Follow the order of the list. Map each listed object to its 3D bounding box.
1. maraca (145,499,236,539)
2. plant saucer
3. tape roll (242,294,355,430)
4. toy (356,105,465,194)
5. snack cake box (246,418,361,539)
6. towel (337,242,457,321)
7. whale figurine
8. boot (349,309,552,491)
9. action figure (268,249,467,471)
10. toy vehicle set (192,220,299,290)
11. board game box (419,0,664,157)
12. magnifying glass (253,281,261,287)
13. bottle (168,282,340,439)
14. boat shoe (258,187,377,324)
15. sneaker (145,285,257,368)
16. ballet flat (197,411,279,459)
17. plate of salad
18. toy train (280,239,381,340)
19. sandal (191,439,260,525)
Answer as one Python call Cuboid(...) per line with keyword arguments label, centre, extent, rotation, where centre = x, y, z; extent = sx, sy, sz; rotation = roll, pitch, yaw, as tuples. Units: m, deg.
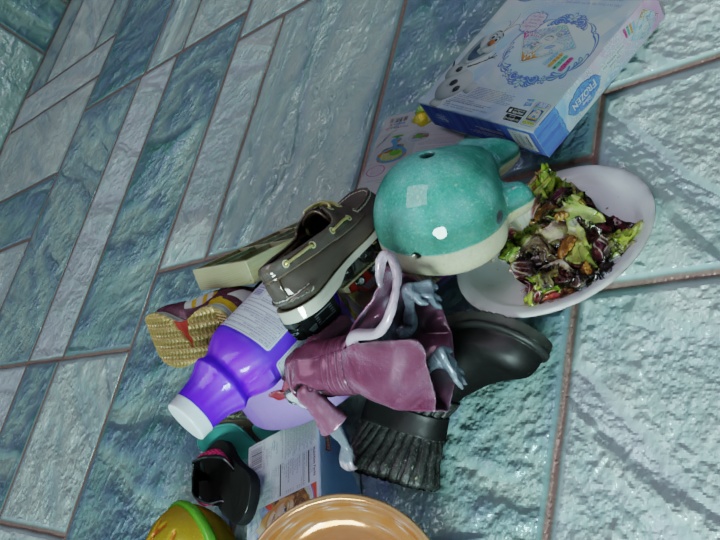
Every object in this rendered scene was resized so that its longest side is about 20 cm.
Cuboid(label="maraca", centre=(-0.175, 0.334, 0.900), extent=(0.199, 0.106, 0.140), rotation=(18, 111, 52))
Cuboid(label="plant saucer", centre=(-0.014, 0.302, 0.721), extent=(0.196, 0.038, 0.204), rotation=(-2, 74, 6))
Cuboid(label="tape roll", centre=(-0.064, 0.082, 0.928), extent=(0.198, 0.066, 0.201), rotation=(-27, 26, 14))
Cuboid(label="toy", centre=(0.070, -0.128, 0.968), extent=(0.113, 0.048, 0.202), rotation=(-7, 39, 20))
Cuboid(label="snack cake box", centre=(-0.058, 0.263, 0.851), extent=(0.114, 0.067, 0.202), rotation=(-31, 44, 29))
Cuboid(label="towel", centre=(0.057, -0.021, 0.884), extent=(0.198, 0.023, 0.144), rotation=(-29, 38, -12))
Cuboid(label="whale figurine", centre=(0.089, -0.084, 0.788), extent=(0.157, 0.105, 0.201), rotation=(4, 40, 32))
Cuboid(label="boot", centre=(0.080, 0.129, 0.776), extent=(0.209, 0.079, 0.160), rotation=(-11, 54, 50))
Cuboid(label="action figure", centre=(-0.011, 0.089, 0.736), extent=(0.197, 0.149, 0.136), rotation=(-18, 54, 28))
Cuboid(label="toy vehicle set", centre=(-0.084, -0.030, 0.963), extent=(0.199, 0.027, 0.123), rotation=(-28, 13, -38))
Cuboid(label="board game box", centre=(0.191, -0.228, 0.900), extent=(0.200, 0.043, 0.199), rotation=(-50, 36, -7))
Cuboid(label="magnifying glass", centre=(-0.101, 0.001, 1.046), extent=(0.200, 0.022, 0.080), rotation=(-44, 1, -36))
Cuboid(label="bottle", centre=(-0.107, 0.078, 0.824), extent=(0.083, 0.066, 0.200), rotation=(22, 57, 34))
Cuboid(label="boat shoe", centre=(-0.034, -0.031, 0.792), extent=(0.071, 0.060, 0.201), rotation=(-18, 25, 38))
Cuboid(label="sneaker", centre=(-0.172, 0.060, 0.953), extent=(0.198, 0.076, 0.090), rotation=(-8, 16, 48))
Cuboid(label="ballet flat", centre=(-0.118, 0.182, 0.994), extent=(0.198, 0.074, 0.075), rotation=(-19, 51, 38))
Cuboid(label="plate of salad", centre=(0.176, -0.038, 0.774), extent=(0.198, 0.048, 0.202), rotation=(-25, 33, 17))
Cuboid(label="toy train", centre=(0.000, 0.000, 0.827), extent=(0.200, 0.046, 0.034), rotation=(-43, 22, -25))
Cuboid(label="sandal", centre=(-0.162, 0.233, 0.924), extent=(0.199, 0.044, 0.077), rotation=(-6, 72, 66))
